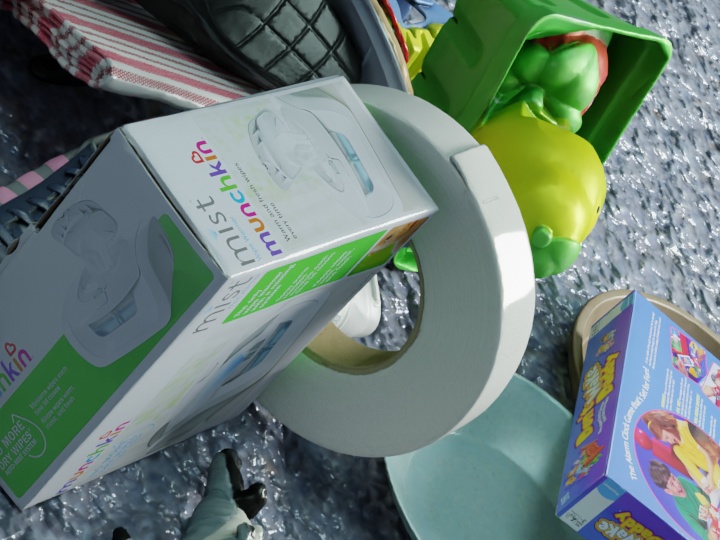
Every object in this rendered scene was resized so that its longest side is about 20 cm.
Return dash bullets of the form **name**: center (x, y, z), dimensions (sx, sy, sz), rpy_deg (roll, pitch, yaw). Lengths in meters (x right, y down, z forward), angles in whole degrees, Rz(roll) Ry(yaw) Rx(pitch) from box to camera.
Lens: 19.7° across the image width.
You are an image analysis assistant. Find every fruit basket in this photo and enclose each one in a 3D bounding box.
- **fruit basket**: center (0.109, -0.067, 1.320), dimensions (0.155, 0.216, 0.216), rpy_deg (6, 50, -42)

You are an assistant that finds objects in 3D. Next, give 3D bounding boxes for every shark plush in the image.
- **shark plush**: center (-0.090, 0.142, 1.035), dimensions (0.083, 0.091, 0.201), rpy_deg (11, 43, 6)

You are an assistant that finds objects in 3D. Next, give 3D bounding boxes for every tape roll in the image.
- **tape roll**: center (0.000, 0.000, 1.126), dimensions (0.203, 0.203, 0.037), rpy_deg (52, 35, 12)

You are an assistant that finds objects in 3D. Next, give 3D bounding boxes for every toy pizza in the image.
- **toy pizza**: center (0.003, -0.112, 1.283), dimensions (0.032, 0.200, 0.201), rpy_deg (-21, 66, -15)

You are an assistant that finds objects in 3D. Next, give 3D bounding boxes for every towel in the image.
- **towel**: center (-0.136, -0.128, 1.218), dimensions (0.146, 0.030, 0.200), rpy_deg (14, 19, -41)

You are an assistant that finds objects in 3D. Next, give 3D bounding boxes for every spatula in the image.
- **spatula**: center (-0.121, -0.118, 1.300), dimensions (0.199, 0.021, 0.057), rpy_deg (5, 53, -41)

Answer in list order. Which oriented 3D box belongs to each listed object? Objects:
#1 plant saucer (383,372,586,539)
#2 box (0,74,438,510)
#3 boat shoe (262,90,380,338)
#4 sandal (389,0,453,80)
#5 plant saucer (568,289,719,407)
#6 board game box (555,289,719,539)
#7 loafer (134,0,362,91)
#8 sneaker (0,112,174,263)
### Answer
- **plant saucer**: center (0.083, 0.143, 1.226), dimensions (0.200, 0.039, 0.202), rpy_deg (27, 38, -24)
- **box**: center (-0.091, 0.007, 1.049), dimensions (0.097, 0.200, 0.176), rpy_deg (53, 35, 12)
- **boat shoe**: center (-0.033, -0.049, 1.276), dimensions (0.068, 0.072, 0.201), rpy_deg (16, 45, -50)
- **sandal**: center (0.004, -0.170, 1.439), dimensions (0.199, 0.080, 0.087), rpy_deg (7, 43, -51)
- **plant saucer**: center (0.214, 0.101, 1.407), dimensions (0.199, 0.029, 0.201), rpy_deg (27, 38, -24)
- **board game box**: center (0.196, 0.118, 1.295), dimensions (0.134, 0.045, 0.200), rpy_deg (39, 32, -12)
- **loafer**: center (-0.082, -0.161, 1.238), dimensions (0.200, 0.072, 0.073), rpy_deg (42, 71, 7)
- **sneaker**: center (-0.160, -0.036, 1.126), dimensions (0.070, 0.082, 0.200), rpy_deg (46, 35, 1)
